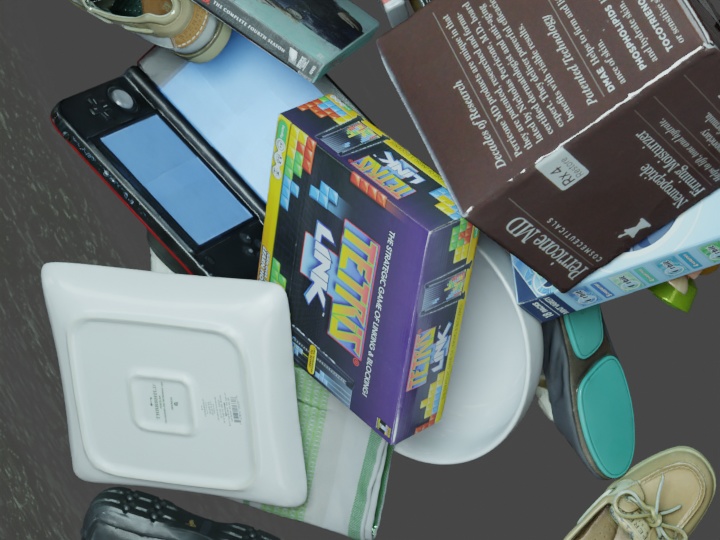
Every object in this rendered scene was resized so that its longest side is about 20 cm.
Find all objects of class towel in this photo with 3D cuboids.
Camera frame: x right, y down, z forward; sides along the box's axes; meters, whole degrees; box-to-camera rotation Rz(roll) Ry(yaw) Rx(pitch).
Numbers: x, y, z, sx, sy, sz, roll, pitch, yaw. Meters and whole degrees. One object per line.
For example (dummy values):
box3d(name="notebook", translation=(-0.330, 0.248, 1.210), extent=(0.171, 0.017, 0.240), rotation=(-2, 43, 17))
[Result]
box3d(name="towel", translation=(-0.073, 0.125, 1.739), extent=(0.200, 0.031, 0.149), rotation=(15, 117, 8))

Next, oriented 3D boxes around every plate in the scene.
box3d(name="plate", translation=(-0.145, 0.094, 1.712), extent=(0.200, 0.032, 0.200), rotation=(5, 120, 17))

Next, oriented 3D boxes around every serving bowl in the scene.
box3d(name="serving bowl", translation=(0.060, 0.042, 1.713), extent=(0.200, 0.066, 0.200), rotation=(14, 115, 33))

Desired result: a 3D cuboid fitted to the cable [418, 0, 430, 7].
box3d(name="cable", translation=(0.023, -0.231, 1.621), extent=(0.200, 0.050, 0.097), rotation=(33, 82, -10))

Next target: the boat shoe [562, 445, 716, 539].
box3d(name="boat shoe", translation=(0.194, 0.215, 1.730), extent=(0.200, 0.063, 0.073), rotation=(-44, 86, 4))

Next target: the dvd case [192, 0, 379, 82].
box3d(name="dvd case", translation=(-0.090, -0.222, 1.715), extent=(0.200, 0.146, 0.022), rotation=(35, 115, 5))

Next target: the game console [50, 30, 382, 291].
box3d(name="game console", translation=(-0.105, -0.103, 1.728), extent=(0.200, 0.172, 0.119), rotation=(46, 120, 6))

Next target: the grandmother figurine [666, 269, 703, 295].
box3d(name="grandmother figurine", translation=(0.275, -0.078, 1.636), extent=(0.121, 0.061, 0.200), rotation=(36, 95, 10))

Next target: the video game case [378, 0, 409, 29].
box3d(name="video game case", translation=(-0.016, -0.279, 1.706), extent=(0.017, 0.143, 0.200), rotation=(-28, 88, 3))

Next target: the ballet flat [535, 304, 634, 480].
box3d(name="ballet flat", translation=(0.160, 0.067, 1.725), extent=(0.073, 0.073, 0.200), rotation=(-14, 115, 5))

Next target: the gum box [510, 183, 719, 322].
box3d(name="gum box", translation=(0.199, -0.073, 1.623), extent=(0.200, 0.045, 0.170), rotation=(-20, 60, 25))

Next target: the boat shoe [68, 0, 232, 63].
box3d(name="boat shoe", translation=(-0.186, -0.227, 1.725), extent=(0.200, 0.068, 0.075), rotation=(29, 89, 32))

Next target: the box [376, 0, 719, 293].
box3d(name="box", translation=(0.153, -0.124, 1.540), extent=(0.200, 0.166, 0.164), rotation=(-35, 57, 15))

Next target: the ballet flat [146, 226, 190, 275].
box3d(name="ballet flat", translation=(-0.120, 0.017, 1.757), extent=(0.068, 0.068, 0.200), rotation=(-41, 85, 14))

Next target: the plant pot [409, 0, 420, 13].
box3d(name="plant pot", translation=(0.103, -0.239, 1.691), extent=(0.186, 0.186, 0.200), rotation=(-10, 101, 5))

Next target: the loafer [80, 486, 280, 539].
box3d(name="loafer", translation=(-0.123, 0.232, 1.762), extent=(0.200, 0.068, 0.071), rotation=(19, 111, 2))

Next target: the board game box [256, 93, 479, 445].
box3d(name="board game box", translation=(0.000, 0.000, 1.630), extent=(0.165, 0.057, 0.200), rotation=(39, 137, 34))

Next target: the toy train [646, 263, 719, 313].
box3d(name="toy train", translation=(0.262, -0.017, 1.712), extent=(0.200, 0.085, 0.116), rotation=(28, 94, 4))
